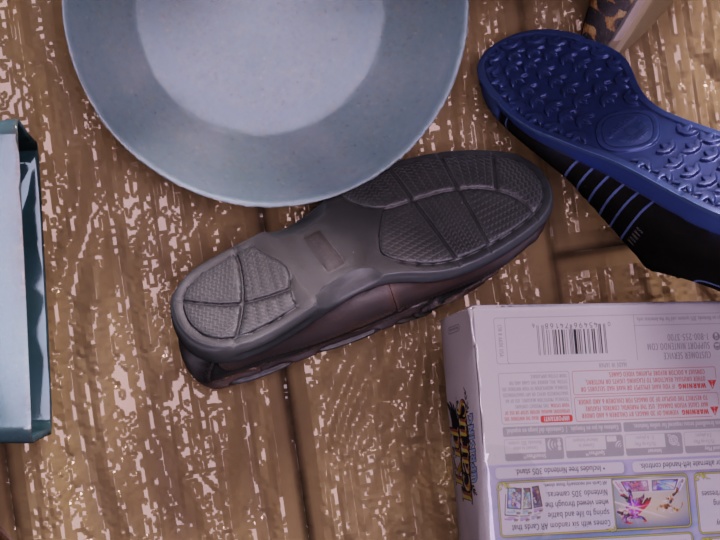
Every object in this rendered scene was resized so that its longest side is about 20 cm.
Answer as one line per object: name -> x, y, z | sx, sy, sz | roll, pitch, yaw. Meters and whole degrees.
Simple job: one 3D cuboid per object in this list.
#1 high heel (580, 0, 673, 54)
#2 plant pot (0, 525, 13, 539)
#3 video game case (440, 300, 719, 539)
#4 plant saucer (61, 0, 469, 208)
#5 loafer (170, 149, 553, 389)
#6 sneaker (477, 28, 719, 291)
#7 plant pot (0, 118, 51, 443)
high heel -> 0.119, -0.213, 1.282 | 0.142, 0.071, 0.200 | 29, 96, 15
plant pot -> -0.208, 0.242, 1.139 | 0.198, 0.200, 0.201 | -30, 93, -2
video game case -> 0.142, 0.107, 1.204 | 0.199, 0.045, 0.182 | -1, 79, -20
plant saucer -> -0.048, -0.130, 1.249 | 0.200, 0.039, 0.202 | 0, 89, -10
loafer -> 0.000, 0.000, 1.251 | 0.199, 0.063, 0.072 | -21, 60, -13
sneaker -> 0.131, -0.046, 1.230 | 0.070, 0.200, 0.078 | -33, 136, -21
plant pot -> -0.248, 0.013, 1.164 | 0.199, 0.141, 0.142 | -4, 88, -3
